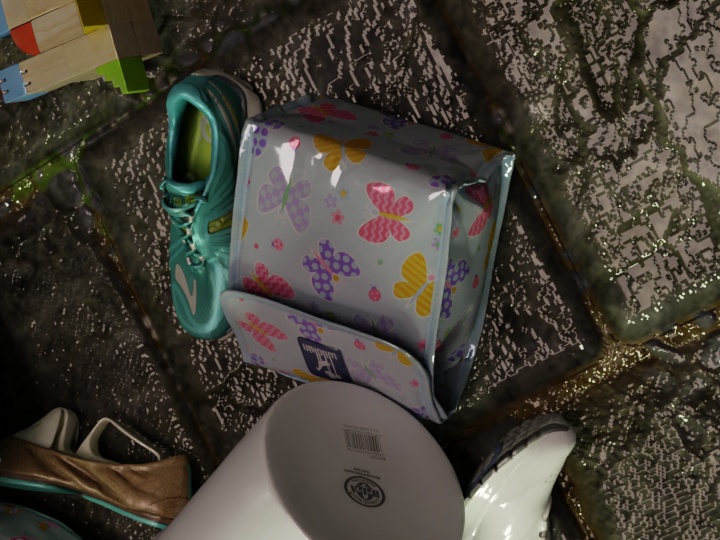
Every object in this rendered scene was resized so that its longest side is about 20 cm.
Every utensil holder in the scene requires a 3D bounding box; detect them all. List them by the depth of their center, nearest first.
[{"bbox_3d":[-0.044,0.197,1.240,0.170,0.170,0.200,49,130,11],"label":"utensil holder"}]

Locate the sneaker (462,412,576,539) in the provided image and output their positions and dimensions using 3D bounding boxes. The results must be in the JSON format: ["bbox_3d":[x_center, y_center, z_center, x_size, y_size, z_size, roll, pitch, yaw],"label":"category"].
[{"bbox_3d":[0.102,0.185,1.260,0.087,0.075,0.200,32,117,6],"label":"sneaker"}]

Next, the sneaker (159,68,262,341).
[{"bbox_3d":[-0.120,-0.046,1.318,0.077,0.080,0.201,4,100,25],"label":"sneaker"}]

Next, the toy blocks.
[{"bbox_3d":[-0.231,-0.215,1.349,0.136,0.100,0.201,-14,92,37],"label":"toy blocks"}]

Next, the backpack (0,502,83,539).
[{"bbox_3d":[-0.287,0.291,1.406,0.175,0.153,0.201,25,105,25],"label":"backpack"}]

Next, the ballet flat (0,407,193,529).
[{"bbox_3d":[-0.215,0.148,1.404,0.199,0.068,0.073,10,81,24],"label":"ballet flat"}]

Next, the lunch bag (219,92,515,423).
[{"bbox_3d":[0.000,0.000,1.245,0.169,0.127,0.201,20,118,22],"label":"lunch bag"}]
